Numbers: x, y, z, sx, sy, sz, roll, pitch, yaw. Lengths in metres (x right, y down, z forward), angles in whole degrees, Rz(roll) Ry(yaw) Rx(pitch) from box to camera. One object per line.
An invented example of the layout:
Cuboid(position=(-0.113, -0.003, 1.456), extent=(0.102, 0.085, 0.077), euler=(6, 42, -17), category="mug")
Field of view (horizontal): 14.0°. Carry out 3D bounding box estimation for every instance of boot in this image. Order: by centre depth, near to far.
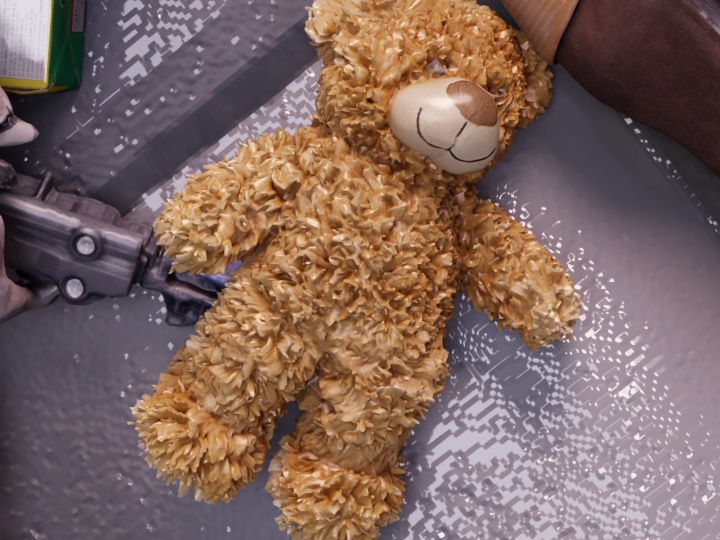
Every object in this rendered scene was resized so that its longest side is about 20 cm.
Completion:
Cuboid(position=(0.140, -0.123, 0.957), extent=(0.166, 0.072, 0.200), euler=(41, 124, 5), category="boot")

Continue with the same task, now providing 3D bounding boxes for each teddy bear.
Cuboid(position=(0.000, 0.000, 1.000), extent=(0.145, 0.067, 0.200), euler=(41, 93, -5), category="teddy bear")

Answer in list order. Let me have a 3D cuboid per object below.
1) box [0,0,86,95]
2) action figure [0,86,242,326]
Cuboid(position=(-0.198, -0.128, 1.057), extent=(0.200, 0.048, 0.118), euler=(6, 95, 9), category="box")
Cuboid(position=(-0.142, 0.017, 1.021), extent=(0.200, 0.105, 0.194), euler=(11, 107, 3), category="action figure")
